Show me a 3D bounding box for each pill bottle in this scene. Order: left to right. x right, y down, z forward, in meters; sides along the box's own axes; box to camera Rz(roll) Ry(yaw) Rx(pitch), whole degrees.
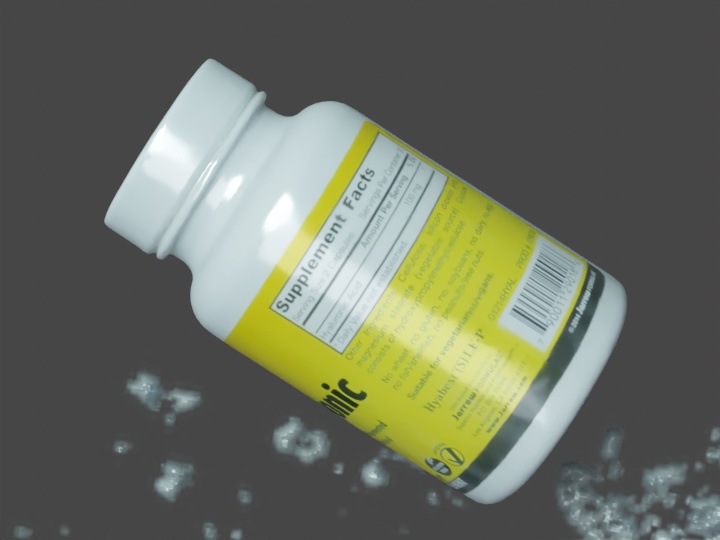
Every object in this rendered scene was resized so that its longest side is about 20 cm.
[{"bbox_3d":[0.000,0.000,0.799,0.200,0.111,0.111,33,106,-3],"label":"pill bottle"}]
